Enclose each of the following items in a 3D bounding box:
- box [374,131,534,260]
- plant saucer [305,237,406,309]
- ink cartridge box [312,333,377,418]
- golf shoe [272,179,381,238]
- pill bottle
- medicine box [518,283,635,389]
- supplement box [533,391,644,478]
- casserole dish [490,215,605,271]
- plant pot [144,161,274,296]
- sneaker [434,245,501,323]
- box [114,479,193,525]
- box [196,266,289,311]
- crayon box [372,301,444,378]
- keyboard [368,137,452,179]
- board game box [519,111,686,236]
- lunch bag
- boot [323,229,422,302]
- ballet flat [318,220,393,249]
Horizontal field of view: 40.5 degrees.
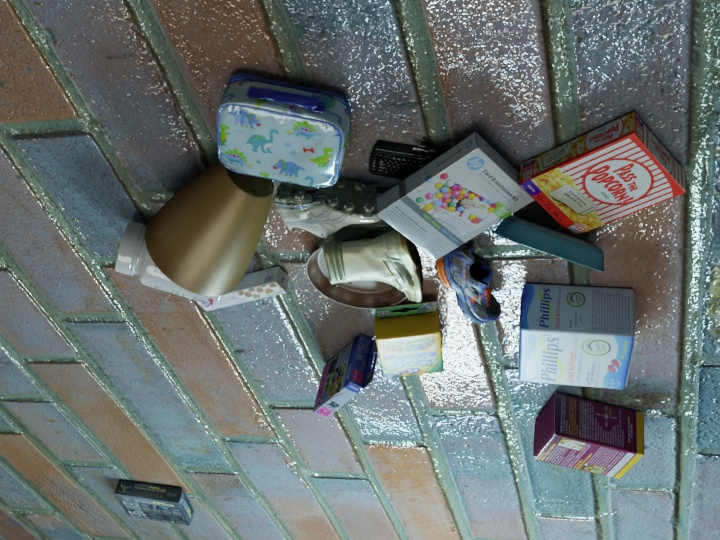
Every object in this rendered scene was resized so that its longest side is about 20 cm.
[{"bbox_3d":[0.147,-0.111,1.528,0.199,0.041,0.156,-32,132,27],"label":"box"},{"bbox_3d":[0.000,0.000,1.779,0.198,0.035,0.201,8,143,6],"label":"plant saucer"},{"bbox_3d":[-0.028,0.211,1.999,0.042,0.120,0.200,27,141,-19],"label":"ink cartridge box"},{"bbox_3d":[-0.044,-0.096,1.616,0.198,0.079,0.098,10,136,21],"label":"golf shoe"},{"bbox_3d":[-0.337,-0.016,1.781,0.198,0.114,0.114,17,144,-8],"label":"pill bottle"},{"bbox_3d":[0.389,0.121,1.778,0.198,0.104,0.183,2,143,11],"label":"medicine box"},{"bbox_3d":[0.480,0.350,2.061,0.198,0.104,0.131,14,144,-5],"label":"supplement box"},{"bbox_3d":[0.309,-0.047,1.583,0.198,0.039,0.121,17,-173,-9],"label":"casserole dish"},{"bbox_3d":[-0.232,-0.091,1.617,0.185,0.187,0.200,27,129,-20],"label":"plant pot"},{"bbox_3d":[0.204,0.027,1.729,0.078,0.076,0.200,-16,138,28],"label":"sneaker"},{"bbox_3d":[-0.598,0.676,2.843,0.198,0.051,0.158,5,144,10],"label":"box"},{"bbox_3d":[-0.228,0.036,1.885,0.198,0.042,0.039,-14,137,29],"label":"box"},{"bbox_3d":[0.094,0.138,1.893,0.124,0.052,0.201,-7,146,4],"label":"crayon box"},{"bbox_3d":[0.110,-0.159,1.529,0.198,0.040,0.104,8,145,3],"label":"keyboard"},{"bbox_3d":[0.365,-0.141,1.477,0.199,0.047,0.151,-24,132,39],"label":"board game box"},{"bbox_3d":[-0.116,-0.212,1.482,0.198,0.083,0.161,10,145,1],"label":"lunch bag"},{"bbox_3d":[0.025,0.000,1.667,0.153,0.073,0.200,-9,150,10],"label":"boot"},{"bbox_3d":[0.004,-0.090,1.646,0.199,0.067,0.064,-15,109,31],"label":"ballet flat"}]
